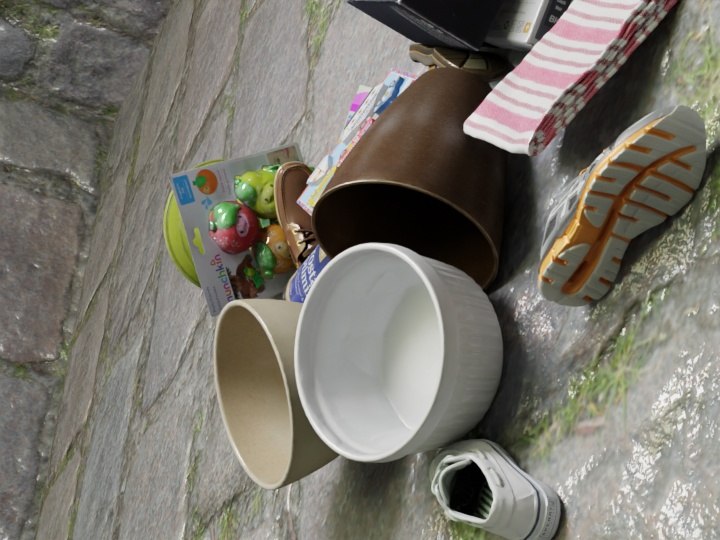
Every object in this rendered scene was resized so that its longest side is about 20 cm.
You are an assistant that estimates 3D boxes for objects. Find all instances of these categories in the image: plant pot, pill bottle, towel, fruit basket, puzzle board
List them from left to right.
[{"bbox_3d":[-0.147,-0.066,1.699,0.193,0.200,0.201,-1,72,55],"label":"plant pot"},{"bbox_3d":[-0.131,-0.057,1.527,0.094,0.200,0.185,-11,96,48],"label":"fruit basket"},{"bbox_3d":[-0.001,-0.146,1.375,0.200,0.017,0.151,-54,22,3],"label":"puzzle board"},{"bbox_3d":[0.000,0.000,1.352,0.200,0.112,0.112,-48,31,47],"label":"pill bottle"},{"bbox_3d":[0.070,-0.102,1.204,0.187,0.187,0.200,-40,25,54],"label":"plant pot"},{"bbox_3d":[0.182,-0.189,1.073,0.200,0.030,0.146,-48,21,-3],"label":"towel"}]

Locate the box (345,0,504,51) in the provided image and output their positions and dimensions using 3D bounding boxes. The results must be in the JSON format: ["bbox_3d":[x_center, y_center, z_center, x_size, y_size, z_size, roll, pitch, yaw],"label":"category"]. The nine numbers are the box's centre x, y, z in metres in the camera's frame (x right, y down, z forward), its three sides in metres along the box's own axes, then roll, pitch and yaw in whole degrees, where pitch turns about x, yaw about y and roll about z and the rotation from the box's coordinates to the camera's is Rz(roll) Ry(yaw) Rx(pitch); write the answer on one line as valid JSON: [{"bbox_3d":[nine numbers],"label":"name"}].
[{"bbox_3d":[0.096,-0.347,1.263,0.200,0.104,0.182,-62,23,4],"label":"box"}]

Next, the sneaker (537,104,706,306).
[{"bbox_3d":[0.200,-0.061,0.958,0.200,0.078,0.077,-55,21,38],"label":"sneaker"}]

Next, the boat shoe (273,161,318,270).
[{"bbox_3d":[-0.056,-0.038,1.482,0.068,0.072,0.200,-161,56,-79],"label":"boat shoe"}]

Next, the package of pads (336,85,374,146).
[{"bbox_3d":[0.024,-0.140,1.467,0.155,0.068,0.200,-70,20,5],"label":"package of pads"}]

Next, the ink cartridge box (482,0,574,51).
[{"bbox_3d":[0.183,-0.330,1.260,0.200,0.043,0.198,-70,21,7],"label":"ink cartridge box"}]

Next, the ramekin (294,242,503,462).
[{"bbox_3d":[0.040,0.077,1.122,0.200,0.105,0.200,-7,80,46],"label":"ramekin"}]

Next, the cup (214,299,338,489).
[{"bbox_3d":[-0.054,0.120,1.282,0.200,0.143,0.200,28,123,56],"label":"cup"}]

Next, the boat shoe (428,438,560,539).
[{"bbox_3d":[0.096,0.180,1.026,0.200,0.067,0.074,0,73,68],"label":"boat shoe"}]

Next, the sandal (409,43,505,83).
[{"bbox_3d":[0.102,-0.221,1.334,0.200,0.082,0.055,-140,54,-66],"label":"sandal"}]
